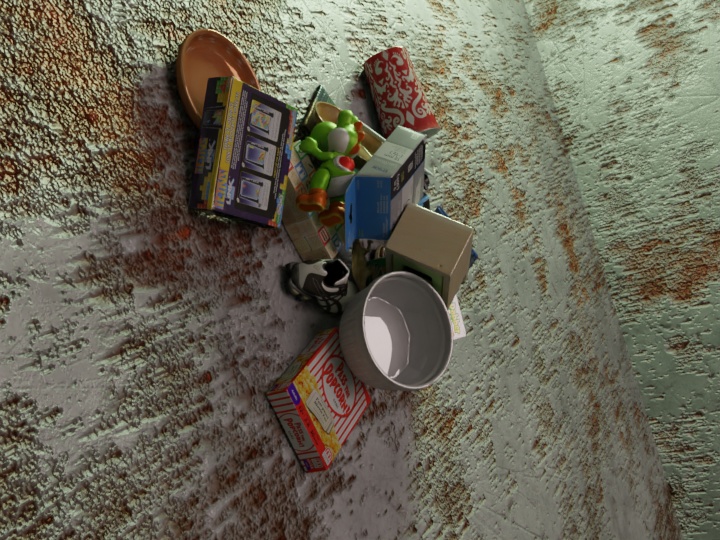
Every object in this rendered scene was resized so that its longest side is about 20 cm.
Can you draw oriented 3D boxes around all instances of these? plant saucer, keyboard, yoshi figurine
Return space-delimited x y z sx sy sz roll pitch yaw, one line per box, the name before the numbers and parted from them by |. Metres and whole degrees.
plant saucer | -0.230 -0.288 1.250 0.199 0.037 0.204 31 52 -50
keyboard | 0.064 -0.245 1.522 0.198 0.011 0.056 34 5 -9
plant saucer | -0.016 -0.247 1.487 0.199 0.036 0.201 34 24 -17
yoshi figurine | -0.058 -0.183 1.339 0.113 0.110 0.203 103 1 -69

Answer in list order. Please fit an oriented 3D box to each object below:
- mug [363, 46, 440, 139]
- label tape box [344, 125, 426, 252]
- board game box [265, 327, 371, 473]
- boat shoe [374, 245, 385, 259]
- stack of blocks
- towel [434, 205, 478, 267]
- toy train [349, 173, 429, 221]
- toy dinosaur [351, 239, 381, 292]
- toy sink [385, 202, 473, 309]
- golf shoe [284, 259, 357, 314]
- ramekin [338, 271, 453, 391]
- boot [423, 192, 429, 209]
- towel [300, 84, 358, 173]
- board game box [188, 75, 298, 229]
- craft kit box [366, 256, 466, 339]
mug | 0.079 -0.386 1.761 0.132 0.177 0.203 -20 89 -23
label tape box | 0.044 -0.134 1.343 0.201 0.065 0.145 -54 156 -38
board game box | -0.064 0.212 1.283 0.153 0.046 0.200 65 31 -15
boat shoe | 0.098 0.026 1.615 0.202 0.071 0.073 59 33 -24
stack of blocks | -0.096 -0.124 1.374 0.202 0.058 0.115 63 32 -19
towel | 0.170 -0.017 1.619 0.023 0.202 0.148 -15 56 -31
toy train | 0.047 -0.143 1.516 0.198 0.113 0.088 -29 103 -33
toy dinosaur | 0.000 0.000 1.434 0.101 0.057 0.204 -34 117 -73
toy sink | 0.123 -0.006 1.412 0.113 0.129 0.201 -60 164 -23
golf shoe | -0.045 0.027 1.357 0.199 0.093 0.079 16 61 -57
ramekin | 0.055 0.112 1.331 0.197 0.104 0.204 11 70 -32
boot | 0.057 -0.122 1.633 0.198 0.075 0.075 -15 95 -42
towel | -0.046 -0.258 1.559 0.201 0.021 0.148 51 36 -31
board game box | -0.181 -0.179 1.206 0.164 0.056 0.204 14 84 -55
craft kit box | 0.103 0.062 1.545 0.195 0.048 0.204 -15 88 -31
